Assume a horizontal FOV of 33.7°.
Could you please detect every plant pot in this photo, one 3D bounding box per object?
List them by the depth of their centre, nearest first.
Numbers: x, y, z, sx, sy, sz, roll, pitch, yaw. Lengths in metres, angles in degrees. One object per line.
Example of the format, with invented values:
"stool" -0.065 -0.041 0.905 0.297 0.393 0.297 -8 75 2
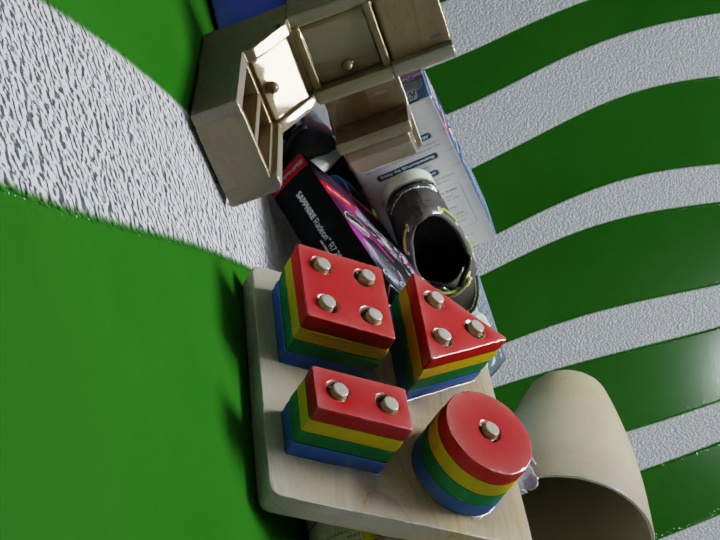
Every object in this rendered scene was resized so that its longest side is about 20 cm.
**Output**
"plant pot" 0.220 0.209 1.273 0.201 0.185 0.189 -74 148 -50

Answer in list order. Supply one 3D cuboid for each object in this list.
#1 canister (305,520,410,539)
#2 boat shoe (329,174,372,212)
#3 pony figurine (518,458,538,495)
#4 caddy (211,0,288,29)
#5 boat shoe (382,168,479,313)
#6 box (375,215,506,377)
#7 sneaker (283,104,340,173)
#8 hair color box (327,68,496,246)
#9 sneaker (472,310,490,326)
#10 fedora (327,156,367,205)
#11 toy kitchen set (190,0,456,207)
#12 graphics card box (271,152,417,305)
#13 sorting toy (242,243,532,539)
"canister" 0.016 0.213 0.832 0.149 0.085 0.202 63 11 -49
"boat shoe" 0.000 0.000 1.185 0.068 0.084 0.202 17 50 -47
"pony figurine" 0.048 0.150 1.058 0.200 0.166 0.194 50 10 -30
"caddy" -0.073 -0.248 1.139 0.202 0.103 0.142 -99 170 -48
"boat shoe" 0.074 -0.010 1.144 0.202 0.071 0.061 59 5 -48
"box" 0.073 0.031 1.405 0.051 0.156 0.202 -41 120 -41
"sneaker" -0.065 -0.134 1.177 0.082 0.077 0.201 41 17 -16
"hair color box" 0.052 -0.097 1.144 0.201 0.099 0.061 58 14 -45
"sneaker" 0.100 0.118 1.247 0.200 0.074 0.107 -71 160 -68
"fedora" 0.016 -0.129 1.319 0.200 0.090 0.204 178 -90 -75
"toy kitchen set" -0.010 -0.122 0.960 0.181 0.197 0.165 -95 164 -59
"graphics card box" 0.003 -0.006 1.040 0.125 0.051 0.201 39 14 -44
"sorting toy" 0.026 0.079 0.818 0.196 0.070 0.202 17 39 -24
